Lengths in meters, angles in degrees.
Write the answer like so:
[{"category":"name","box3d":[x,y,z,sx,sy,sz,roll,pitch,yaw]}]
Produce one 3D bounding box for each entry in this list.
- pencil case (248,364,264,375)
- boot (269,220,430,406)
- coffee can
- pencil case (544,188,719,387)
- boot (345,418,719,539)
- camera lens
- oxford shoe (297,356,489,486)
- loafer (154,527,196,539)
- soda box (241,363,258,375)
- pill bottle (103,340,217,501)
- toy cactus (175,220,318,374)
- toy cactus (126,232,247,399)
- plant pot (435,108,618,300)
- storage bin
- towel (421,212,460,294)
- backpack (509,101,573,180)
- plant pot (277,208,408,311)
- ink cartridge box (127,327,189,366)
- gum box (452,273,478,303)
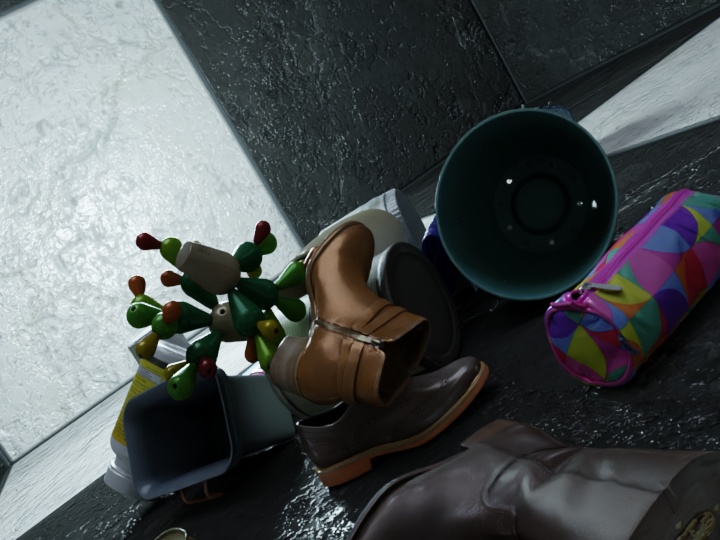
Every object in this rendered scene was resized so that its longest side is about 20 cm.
[{"category":"pencil case","box3d":[-0.081,0.132,1.112,0.200,0.086,0.083,-43,-6,-48]},{"category":"boot","box3d":[0.007,0.040,0.726,0.153,0.073,0.204,-1,60,46]},{"category":"coffee can","box3d":[-0.002,0.076,0.890,0.198,0.148,0.146,-28,9,30]},{"category":"pencil case","box3d":[0.232,0.009,0.610,0.199,0.090,0.088,-36,9,-30]},{"category":"boot","box3d":[0.089,0.152,0.418,0.185,0.065,0.199,-38,14,-22]},{"category":"camera lens","box3d":[0.024,-0.045,1.472,0.197,0.162,0.160,-29,8,18]},{"category":"oxford shoe","box3d":[0.029,0.129,0.717,0.197,0.074,0.071,-32,8,7]},{"category":"loafer","box3d":[-0.187,0.280,0.682,0.075,0.068,0.200,-33,8,-5]},{"category":"soda box","box3d":[-0.151,0.181,1.150,0.067,0.065,0.199,-23,12,49]},{"category":"pill bottle","box3d":[-0.284,0.211,1.062,0.204,0.110,0.112,-68,13,-5]},{"category":"toy cactus","box3d":[-0.116,0.016,0.802,0.102,0.163,0.204,-33,43,36]},{"category":"toy cactus","box3d":[-0.179,0.045,0.843,0.162,0.202,0.103,10,-49,-34]},{"category":"plant pot","box3d":[0.201,-0.076,0.881,0.198,0.204,0.160,-29,-5,20]},{"category":"storage bin","box3d":[-0.180,0.205,0.942,0.198,0.149,0.133,-27,-18,36]},{"category":"towel","box3d":[0.124,-0.043,0.990,0.201,0.048,0.150,-60,-18,-45]},{"category":"backpack","box3d":[0.359,-0.254,1.502,0.151,0.167,0.200,-20,5,19]},{"category":"plant pot","box3d":[0.000,0.000,1.055,0.185,0.189,0.201,-27,21,30]},{"category":"ink cartridge box","box3d":[-0.289,0.178,1.214,0.083,0.203,0.145,-32,7,-15]},{"category":"gum box","box3d":[0.110,0.019,1.168,0.168,0.045,0.200,-30,9,23]}]
